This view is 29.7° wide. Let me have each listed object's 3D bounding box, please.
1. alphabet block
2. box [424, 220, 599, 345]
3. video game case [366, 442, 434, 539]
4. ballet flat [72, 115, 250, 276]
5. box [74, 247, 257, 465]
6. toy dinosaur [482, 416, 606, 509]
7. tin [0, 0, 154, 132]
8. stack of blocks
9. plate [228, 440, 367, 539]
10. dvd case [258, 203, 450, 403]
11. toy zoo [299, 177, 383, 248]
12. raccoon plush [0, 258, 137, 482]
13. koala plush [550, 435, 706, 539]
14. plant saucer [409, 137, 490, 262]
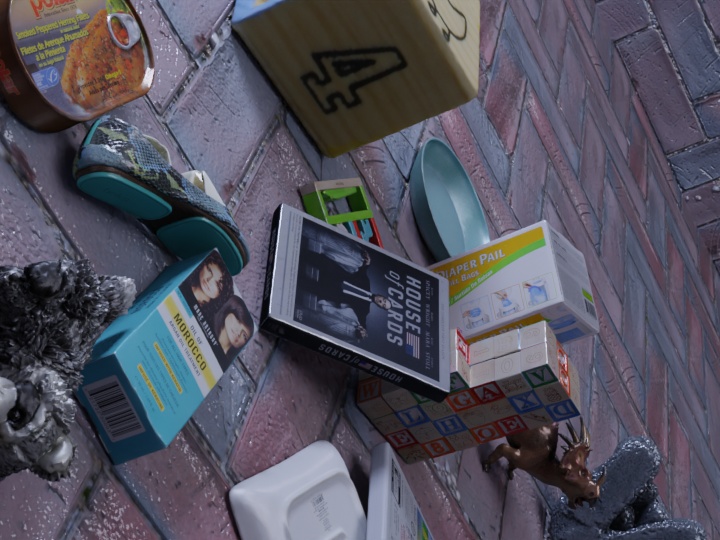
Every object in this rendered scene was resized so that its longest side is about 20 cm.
[{"bbox_3d":[0.001,-0.278,1.465,0.200,0.195,0.196,52,30,-36],"label":"alphabet block"},{"bbox_3d":[0.151,0.040,1.534,0.112,0.199,0.102,33,42,-52],"label":"box"},{"bbox_3d":[0.047,0.290,1.272,0.201,0.022,0.183,-86,154,-61],"label":"video game case"},{"bbox_3d":[-0.152,-0.063,1.102,0.200,0.074,0.075,41,36,-51],"label":"ballet flat"},{"bbox_3d":[-0.147,0.061,1.044,0.083,0.049,0.200,64,24,-15],"label":"box"},{"bbox_3d":[0.210,0.188,1.628,0.202,0.135,0.086,67,23,-6],"label":"toy dinosaur"},{"bbox_3d":[-0.228,-0.175,1.071,0.113,0.042,0.200,70,23,-11],"label":"tin"},{"bbox_3d":[0.110,0.118,1.379,0.115,0.199,0.059,52,29,-37],"label":"stack of blocks"},{"bbox_3d":[-0.028,0.257,1.175,0.199,0.032,0.202,-15,85,-66],"label":"plate"},{"bbox_3d":[-0.001,0.031,1.312,0.199,0.025,0.151,23,43,-20],"label":"dvd case"},{"bbox_3d":[0.000,0.000,1.458,0.131,0.020,0.202,-16,86,-67],"label":"toy zoo"},{"bbox_3d":[-0.189,0.066,0.885,0.199,0.096,0.135,-1,79,-58],"label":"raccoon plush"},{"bbox_3d":[0.336,0.335,1.808,0.178,0.183,0.200,62,0,11],"label":"koala plush"},{"bbox_3d":[0.111,-0.070,1.744,0.200,0.036,0.201,47,33,-43],"label":"plant saucer"}]
